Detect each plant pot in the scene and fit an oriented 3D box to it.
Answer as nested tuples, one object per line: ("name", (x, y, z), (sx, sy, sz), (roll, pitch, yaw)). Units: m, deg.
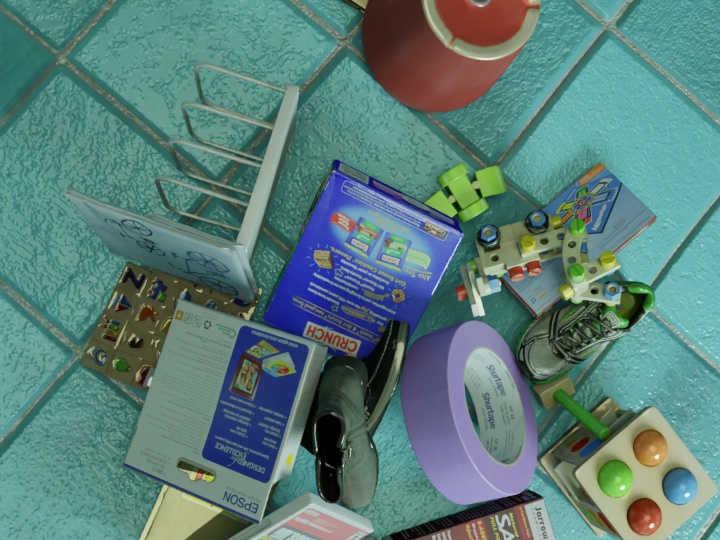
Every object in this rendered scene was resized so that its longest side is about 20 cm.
("plant pot", (0.114, -0.300, 1.129), (0.199, 0.177, 0.202), (0, 89, -12))

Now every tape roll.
("tape roll", (0.128, 0.162, 1.102), (0.065, 0.200, 0.201), (-21, 89, 33))

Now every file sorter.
("file sorter", (-0.159, -0.114, 1.105), (0.124, 0.139, 0.201), (17, 77, -2))

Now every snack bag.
("snack bag", (-0.212, -0.026, 1.062), (0.199, 0.189, 0.022), (19, 74, 7))

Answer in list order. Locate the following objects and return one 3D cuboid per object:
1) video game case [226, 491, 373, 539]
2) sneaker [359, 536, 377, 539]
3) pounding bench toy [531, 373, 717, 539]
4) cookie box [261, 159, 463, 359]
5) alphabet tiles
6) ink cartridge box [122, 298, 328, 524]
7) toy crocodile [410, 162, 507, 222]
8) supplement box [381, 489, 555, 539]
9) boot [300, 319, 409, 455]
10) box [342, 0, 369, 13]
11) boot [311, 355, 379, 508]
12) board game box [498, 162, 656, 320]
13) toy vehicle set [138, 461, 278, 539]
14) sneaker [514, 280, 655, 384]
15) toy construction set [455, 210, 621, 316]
("video game case", (-0.100, 0.317, 1.069), (0.199, 0.143, 0.018), (-33, 53, 13))
("sneaker", (-0.040, 0.406, 1.134), (0.080, 0.070, 0.202), (14, 81, 9))
("pounding bench toy", (0.293, 0.213, 1.136), (0.124, 0.156, 0.200), (-38, 91, -8))
("cookie box", (0.000, 0.000, 1.125), (0.170, 0.075, 0.201), (26, 105, -5))
("alphabet tiles", (-0.219, 0.051, 1.148), (0.166, 0.008, 0.201), (22, 80, 3))
("ink cartridge box", (-0.151, 0.152, 1.067), (0.197, 0.047, 0.201), (15, 86, 27))
("toy crocodile", (0.092, -0.073, 1.185), (0.199, 0.062, 0.068), (-32, 91, -3))
("supplement box", (0.137, 0.349, 1.156), (0.199, 0.061, 0.110), (-16, 88, -9))
("boot", (-0.042, 0.125, 1.091), (0.153, 0.074, 0.205), (23, 112, -1))
("box", (0.012, -0.437, 1.215), (0.163, 0.021, 0.201), (30, 82, -5))
("boot", (-0.025, 0.201, 1.010), (0.067, 0.131, 0.201), (0, 118, 10))
("board game box", (0.262, -0.039, 1.202), (0.200, 0.019, 0.103), (-38, 70, -8))
("toy vehicle set", (-0.167, 0.257, 1.142), (0.124, 0.027, 0.201), (25, 83, -4))
("sneaker", (0.273, 0.067, 1.169), (0.199, 0.085, 0.078), (-34, 87, -16))
("toy construction set", (0.202, -0.003, 1.141), (0.199, 0.092, 0.132), (-10, 64, -8))
